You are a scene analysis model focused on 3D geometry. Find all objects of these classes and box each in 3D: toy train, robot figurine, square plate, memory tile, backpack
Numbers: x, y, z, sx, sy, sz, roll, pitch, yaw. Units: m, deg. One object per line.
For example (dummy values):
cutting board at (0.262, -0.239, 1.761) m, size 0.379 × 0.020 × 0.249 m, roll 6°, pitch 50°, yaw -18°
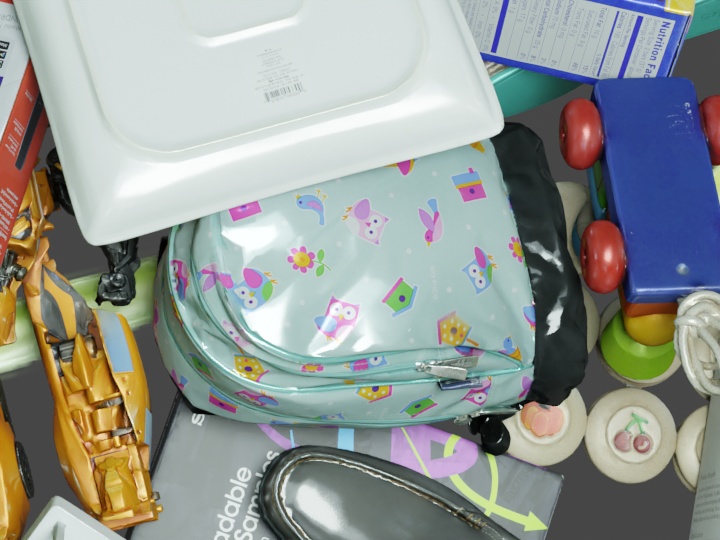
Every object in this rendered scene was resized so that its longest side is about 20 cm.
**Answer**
toy train at (0.142, 0.017, 1.051) m, size 0.084 × 0.116 × 0.201 m, roll -2°, pitch 58°, yaw -7°
robot figurine at (-0.167, 0.035, 1.058) m, size 0.145 × 0.058 × 0.201 m, roll -16°, pitch 81°, yaw -1°
square plate at (-0.056, -0.129, 1.000) m, size 0.199 × 0.028 × 0.199 m, roll -16°, pitch 74°, yaw -10°
memory tile at (0.171, 0.041, 1.153) m, size 0.199 × 0.017 × 0.154 m, roll 11°, pitch 79°, yaw -9°
backpack at (0.000, 0.000, 1.054) m, size 0.199 × 0.127 × 0.167 m, roll -5°, pitch 66°, yaw -19°

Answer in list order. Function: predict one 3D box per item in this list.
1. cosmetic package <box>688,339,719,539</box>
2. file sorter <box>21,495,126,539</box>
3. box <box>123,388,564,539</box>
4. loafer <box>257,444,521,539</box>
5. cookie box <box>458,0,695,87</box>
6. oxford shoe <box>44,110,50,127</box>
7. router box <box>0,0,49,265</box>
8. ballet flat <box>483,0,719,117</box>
cosmetic package at (0.228, 0.063, 1.098) m, size 0.085 × 0.108 × 0.201 m, roll 14°, pitch 80°, yaw -9°
file sorter at (-0.096, 0.227, 0.984) m, size 0.200 × 0.125 × 0.139 m, roll 35°, pitch 99°, yaw -12°
box at (-0.013, 0.136, 1.094) m, size 0.199 × 0.036 × 0.143 m, roll 20°, pitch 78°, yaw -6°
loafer at (0.045, 0.141, 1.049) m, size 0.200 × 0.072 × 0.073 m, roll 27°, pitch 79°, yaw -5°
cookie box at (0.074, -0.193, 1.099) m, size 0.199 × 0.075 × 0.172 m, roll 13°, pitch 60°, yaw 1°
oxford shoe at (-0.138, -0.101, 1.089) m, size 0.199 × 0.073 × 0.071 m, roll -21°, pitch 70°, yaw 5°
router box at (-0.249, -0.075, 1.036) m, size 0.199 × 0.049 × 0.180 m, roll 13°, pitch 76°, yaw 13°
ballet flat at (0.121, -0.137, 1.154) m, size 0.199 × 0.068 × 0.067 m, roll -21°, pitch 67°, yaw -18°
